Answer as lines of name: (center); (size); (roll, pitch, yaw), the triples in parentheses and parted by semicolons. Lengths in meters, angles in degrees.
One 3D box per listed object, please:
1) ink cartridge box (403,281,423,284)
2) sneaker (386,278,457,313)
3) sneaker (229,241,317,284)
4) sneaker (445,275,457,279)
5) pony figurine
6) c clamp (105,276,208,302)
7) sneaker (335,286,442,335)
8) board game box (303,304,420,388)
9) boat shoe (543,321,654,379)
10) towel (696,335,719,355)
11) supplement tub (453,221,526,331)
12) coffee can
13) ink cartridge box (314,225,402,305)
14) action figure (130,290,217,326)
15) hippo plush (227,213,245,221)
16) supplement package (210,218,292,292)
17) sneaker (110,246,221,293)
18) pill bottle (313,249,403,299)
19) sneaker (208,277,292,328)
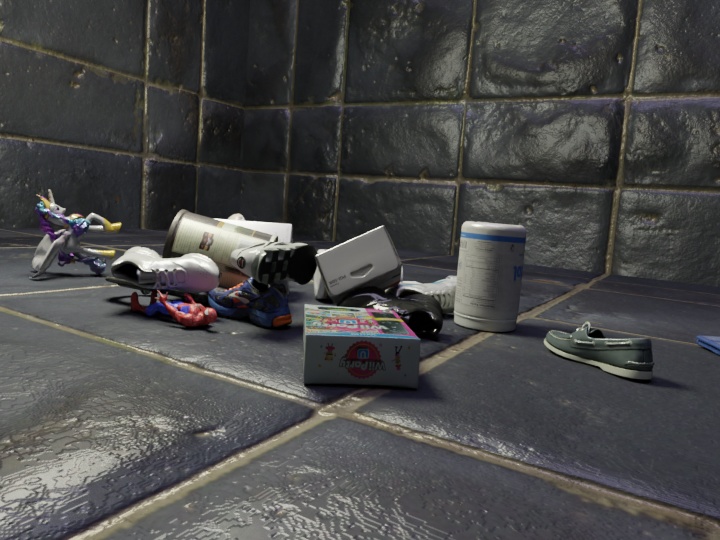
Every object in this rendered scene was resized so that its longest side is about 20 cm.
ink cartridge box: (0.196, 0.058, 1.359); (0.196, 0.059, 0.161); (-5, 10, -31)
sneaker: (0.149, 0.063, 1.195); (0.194, 0.079, 0.081); (-3, 14, -3)
sneaker: (-0.147, -0.021, 0.988); (0.087, 0.076, 0.199); (17, 5, 27)
sneaker: (0.350, 0.023, 1.664); (0.194, 0.073, 0.073); (5, 6, 8)
pony figurine: (-0.689, -0.067, 1.335); (0.198, 0.197, 0.165); (24, -4, -38)
c clamp: (-0.395, 0.041, 1.122); (0.195, 0.028, 0.170); (9, -6, 19)
sneaker: (0.052, 0.077, 0.987); (0.194, 0.078, 0.091); (0, 16, -2)
board game box: (-0.007, 0.098, 0.775); (0.143, 0.066, 0.200); (3, 7, -7)
boat shoe: (0.373, 0.115, 0.892); (0.071, 0.064, 0.199); (1, 7, -25)
towel: (0.744, 0.150, 1.029); (0.194, 0.025, 0.147); (3, 9, 1)
supplement tub: (0.257, 0.008, 1.126); (0.128, 0.206, 0.132); (4, 7, 0)
coffee can: (-0.277, -0.023, 1.131); (0.195, 0.150, 0.146); (15, 6, -4)
ink cartridge box: (0.000, 0.000, 1.092); (0.144, 0.085, 0.200); (-23, -11, -2)
action figure: (-0.312, 0.063, 0.959); (0.196, 0.053, 0.065); (11, 4, 34)
hippo plush: (-0.286, -0.036, 1.438); (0.159, 0.161, 0.201); (14, -29, 49)
supplement package: (-0.256, -0.030, 1.284); (0.194, 0.124, 0.121); (3, -30, -5)
sneaker: (-0.344, 0.010, 0.997); (0.194, 0.077, 0.087); (5, 16, 7)
pill bottle: (-0.006, 0.014, 1.302); (0.194, 0.114, 0.111); (3, 6, -12)
sneaker: (-0.198, 0.047, 1.020); (0.196, 0.081, 0.075); (9, 7, 32)
